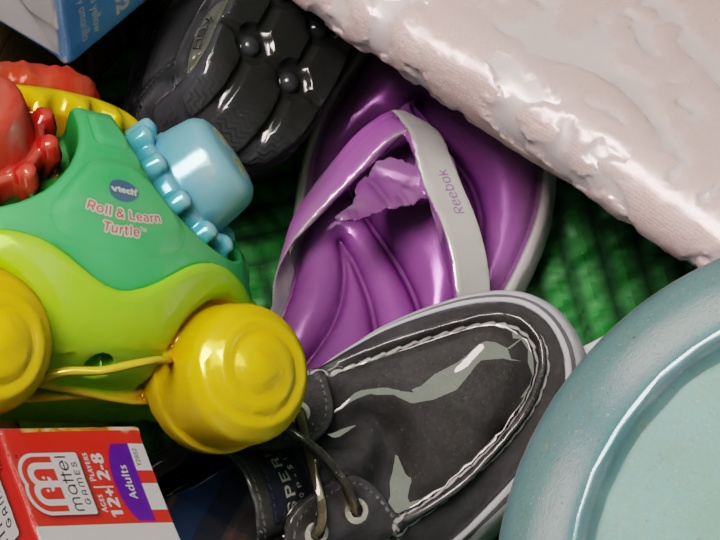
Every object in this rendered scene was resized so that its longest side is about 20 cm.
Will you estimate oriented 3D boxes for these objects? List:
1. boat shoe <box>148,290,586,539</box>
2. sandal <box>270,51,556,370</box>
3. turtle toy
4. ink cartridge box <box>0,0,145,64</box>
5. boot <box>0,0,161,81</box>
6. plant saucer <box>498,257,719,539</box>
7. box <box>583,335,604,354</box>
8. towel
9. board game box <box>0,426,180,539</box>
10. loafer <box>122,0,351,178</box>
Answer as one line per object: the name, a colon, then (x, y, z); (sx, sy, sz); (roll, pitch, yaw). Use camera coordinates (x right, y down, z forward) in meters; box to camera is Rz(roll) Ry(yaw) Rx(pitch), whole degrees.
boat shoe: (-0.028, 0.065, 0.766); (0.199, 0.066, 0.070); (-27, 75, 5)
sandal: (0.007, 0.002, 0.831); (0.082, 0.050, 0.204); (14, 67, 12)
turtle toy: (-0.111, -0.007, 0.729); (0.199, 0.145, 0.102); (10, 79, -34)
ink cartridge box: (-0.063, -0.165, 0.830); (0.115, 0.068, 0.200); (32, 59, 24)
boot: (-0.125, -0.149, 0.907); (0.155, 0.073, 0.201); (24, 65, 15)
plant saucer: (0.132, 0.085, 0.718); (0.199, 0.027, 0.202); (-2, 79, 8)
box: (0.137, 0.093, 0.780); (0.136, 0.040, 0.201); (-25, 64, -7)
towel: (0.105, -0.080, 0.840); (0.199, 0.032, 0.191); (34, 47, 18)
board game box: (-0.096, 0.157, 0.691); (0.046, 0.200, 0.152); (2, 52, -42)
loafer: (-0.019, -0.104, 0.879); (0.068, 0.070, 0.201); (46, 52, -21)
